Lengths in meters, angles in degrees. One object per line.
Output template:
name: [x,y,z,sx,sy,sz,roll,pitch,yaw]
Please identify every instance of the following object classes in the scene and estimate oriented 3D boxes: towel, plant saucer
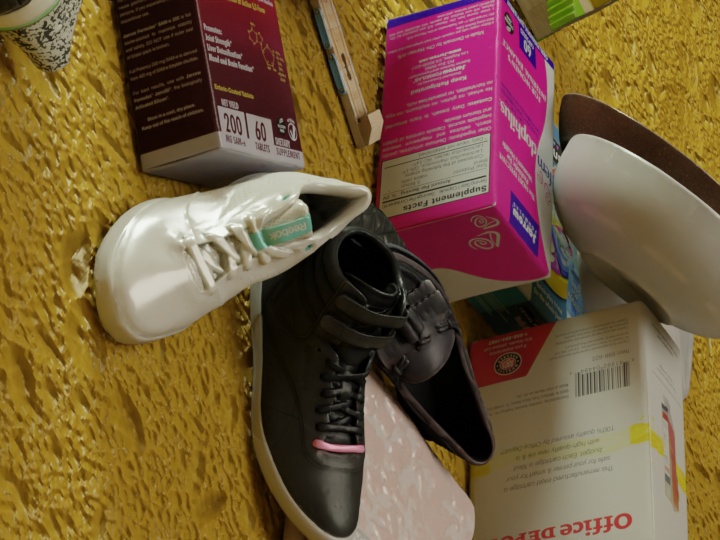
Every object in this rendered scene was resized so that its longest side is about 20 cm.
towel: [0.016,0.171,1.550,0.200,0.032,0.192,55,31,-38]
plant saucer: [0.224,-0.059,1.807,0.035,0.200,0.200,-52,138,-5]

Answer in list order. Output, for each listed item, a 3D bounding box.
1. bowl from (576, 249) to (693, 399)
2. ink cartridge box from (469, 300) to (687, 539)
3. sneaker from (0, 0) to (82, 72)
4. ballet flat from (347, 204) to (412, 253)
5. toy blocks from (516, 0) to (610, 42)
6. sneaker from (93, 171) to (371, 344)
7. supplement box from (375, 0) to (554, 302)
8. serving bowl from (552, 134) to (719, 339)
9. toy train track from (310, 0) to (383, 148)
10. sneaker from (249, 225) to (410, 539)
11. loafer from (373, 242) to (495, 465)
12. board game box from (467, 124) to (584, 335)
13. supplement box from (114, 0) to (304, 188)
bowl: [0.232,0.027,1.965,0.200,0.074,0.202,-66,149,-65]
ink cartridge box: [0.159,0.141,1.732,0.083,0.144,0.201,47,37,-48]
sneaker: [-0.175,-0.193,1.325,0.089,0.076,0.201,65,29,-50]
ballet flat: [0.000,0.000,1.567,0.200,0.066,0.057,40,40,-52]
toy blocks: [0.167,-0.283,2.062,0.137,0.100,0.200,62,26,-1]
sneaker: [-0.071,-0.018,1.375,0.200,0.088,0.076,-33,110,-48]
supplement box: [0.078,-0.091,1.742,0.101,0.103,0.201,47,38,-47]
serving bowl: [0.215,-0.012,1.741,0.066,0.200,0.200,-51,136,-8]
toy train track: [-0.015,-0.188,1.679,0.115,0.032,0.201,-33,107,-64]
sneaker: [-0.014,0.063,1.445,0.070,0.099,0.202,11,61,-36]
loafer: [0.047,0.058,1.577,0.063,0.072,0.200,44,-12,41]
board game box: [0.130,-0.040,1.885,0.151,0.047,0.201,46,38,-47]
supplement box: [-0.099,-0.157,1.455,0.109,0.060,0.202,9,68,-63]
